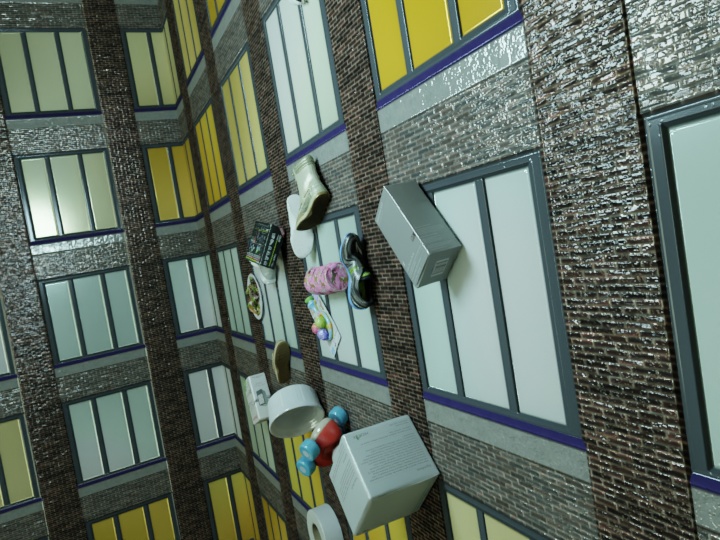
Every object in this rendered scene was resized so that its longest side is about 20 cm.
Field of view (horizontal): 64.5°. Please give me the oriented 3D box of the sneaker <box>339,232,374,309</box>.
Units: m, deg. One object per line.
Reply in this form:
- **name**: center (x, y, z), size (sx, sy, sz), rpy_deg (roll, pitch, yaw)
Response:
- **sneaker**: center (0.000, 0.000, 1.477), size (0.082, 0.070, 0.204), rpy_deg (-5, 97, 50)

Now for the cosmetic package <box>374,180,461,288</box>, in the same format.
- **cosmetic package**: center (0.113, -0.079, 1.179), size (0.201, 0.089, 0.108), rpy_deg (57, 149, 33)

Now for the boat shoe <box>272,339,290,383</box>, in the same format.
- **boat shoe**: center (-0.320, 0.351, 2.253), size (0.069, 0.073, 0.204), rpy_deg (38, 134, 45)

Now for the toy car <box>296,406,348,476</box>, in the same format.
- **toy car**: center (-0.064, 0.567, 1.758), size (0.198, 0.184, 0.179), rpy_deg (31, 134, 20)

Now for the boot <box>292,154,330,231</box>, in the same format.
- **boot**: center (-0.163, -0.227, 1.705), size (0.201, 0.071, 0.157), rpy_deg (-53, 53, 51)

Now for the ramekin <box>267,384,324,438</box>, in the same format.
- **ramekin**: center (-0.230, 0.486, 1.990), size (0.203, 0.196, 0.099), rpy_deg (106, 150, -43)

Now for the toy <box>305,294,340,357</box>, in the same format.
- **toy**: center (-0.131, 0.169, 1.821), size (0.202, 0.046, 0.116), rpy_deg (62, 151, 33)

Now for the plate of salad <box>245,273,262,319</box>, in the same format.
- **plate of salad**: center (-0.473, 0.117, 2.505), size (0.200, 0.047, 0.204), rpy_deg (36, 131, 56)

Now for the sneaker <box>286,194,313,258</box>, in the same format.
- **sneaker**: center (-0.195, -0.135, 1.827), size (0.088, 0.074, 0.205), rpy_deg (139, 123, -75)

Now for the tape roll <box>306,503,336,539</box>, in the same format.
- **tape roll**: center (-0.130, 0.976, 2.111), size (0.202, 0.070, 0.207), rpy_deg (36, 131, 54)

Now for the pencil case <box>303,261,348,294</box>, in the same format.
- **pencil case**: center (-0.099, 0.024, 1.664), size (0.199, 0.085, 0.084), rpy_deg (-9, 60, 64)

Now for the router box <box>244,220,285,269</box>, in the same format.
- **router box**: center (-0.351, -0.095, 2.093), size (0.199, 0.061, 0.153), rpy_deg (17, 90, 62)

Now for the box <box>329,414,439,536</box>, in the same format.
- **box**: center (0.053, 0.500, 1.402), size (0.173, 0.196, 0.201), rpy_deg (59, 147, 38)

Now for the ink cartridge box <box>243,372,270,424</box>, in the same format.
- **ink cartridge box**: center (-0.470, 0.594, 2.644), size (0.146, 0.082, 0.204), rpy_deg (-47, 58, 60)

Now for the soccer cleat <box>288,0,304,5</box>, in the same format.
- **soccer cleat**: center (-0.172, -0.811, 1.508), size (0.077, 0.068, 0.203), rpy_deg (41, 142, 45)

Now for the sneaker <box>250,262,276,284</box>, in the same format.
- **sneaker**: center (-0.377, -0.044, 2.232), size (0.201, 0.075, 0.093), rpy_deg (52, 136, 32)
